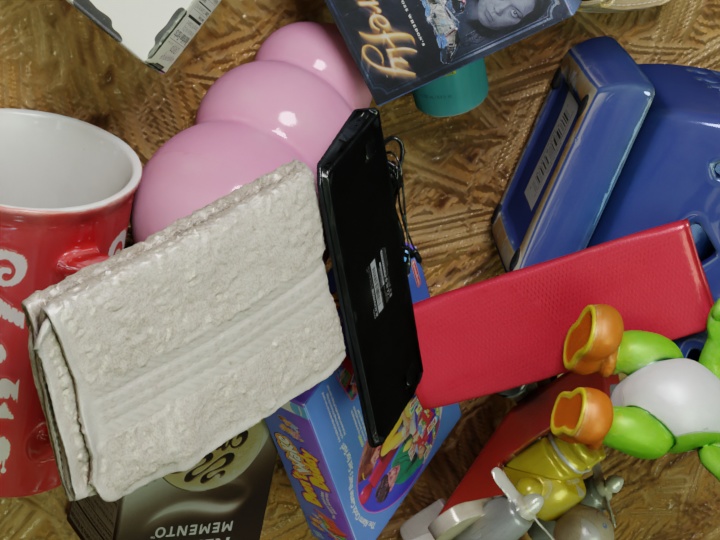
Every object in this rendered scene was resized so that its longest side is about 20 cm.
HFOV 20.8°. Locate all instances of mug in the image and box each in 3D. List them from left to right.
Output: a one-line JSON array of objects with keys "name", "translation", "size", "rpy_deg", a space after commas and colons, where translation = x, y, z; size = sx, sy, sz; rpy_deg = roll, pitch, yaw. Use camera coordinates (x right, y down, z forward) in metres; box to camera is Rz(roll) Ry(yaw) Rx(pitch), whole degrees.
[{"name": "mug", "translation": [-0.203, 0.033, 1.147], "size": [0.132, 0.178, 0.202], "rpy_deg": [3, 119, -17]}]

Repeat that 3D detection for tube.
[{"name": "tube", "translation": [0.039, -0.193, 1.240], "size": [0.051, 0.077, 0.201], "rpy_deg": [-66, 148, -47]}]

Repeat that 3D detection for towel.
[{"name": "towel", "translation": [-0.091, 0.035, 1.075], "size": [0.199, 0.034, 0.134], "rpy_deg": [-31, 127, -32]}]

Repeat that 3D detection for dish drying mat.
[{"name": "dish drying mat", "translation": [0.121, 0.029, 1.239], "size": [0.198, 0.018, 0.077], "rpy_deg": [-18, 109, 10]}]

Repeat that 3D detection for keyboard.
[{"name": "keyboard", "translation": [0.000, 0.000, 1.183], "size": [0.104, 0.039, 0.202], "rpy_deg": [-52, 141, -47]}]

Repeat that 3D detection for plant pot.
[{"name": "plant pot", "translation": [0.199, -0.042, 1.317], "size": [0.178, 0.200, 0.201], "rpy_deg": [21, 106, -8]}]

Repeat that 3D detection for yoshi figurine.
[{"name": "yoshi figurine", "translation": [0.225, 0.086, 1.196], "size": [0.198, 0.112, 0.113], "rpy_deg": [17, 113, -13]}]

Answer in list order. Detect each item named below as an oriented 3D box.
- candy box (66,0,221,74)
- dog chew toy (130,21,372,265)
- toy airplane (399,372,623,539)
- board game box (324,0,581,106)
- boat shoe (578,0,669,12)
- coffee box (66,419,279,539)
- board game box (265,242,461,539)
[{"name": "candy box", "translation": [-0.104, -0.230, 1.085], "size": [0.136, 0.061, 0.200], "rpy_deg": [39, 92, 5]}, {"name": "dog chew toy", "translation": [-0.056, -0.070, 1.198], "size": [0.125, 0.124, 0.201], "rpy_deg": [51, 55, -39]}, {"name": "toy airplane", "translation": [0.117, 0.174, 1.427], "size": [0.200, 0.141, 0.200], "rpy_deg": [-40, 155, -29]}, {"name": "board game box", "translation": [0.025, -0.214, 1.141], "size": [0.135, 0.035, 0.201], "rpy_deg": [-23, 102, 23]}, {"name": "boat shoe", "translation": [0.143, -0.201, 1.291], "size": [0.198, 0.069, 0.074], "rpy_deg": [5, 112, -33]}, {"name": "coffee box", "translation": [-0.115, 0.094, 1.285], "size": [0.112, 0.080, 0.202], "rpy_deg": [-2, 116, -32]}, {"name": "board game box", "translation": [0.001, 0.085, 1.312], "size": [0.135, 0.045, 0.201], "rpy_deg": [-53, 150, -25]}]
